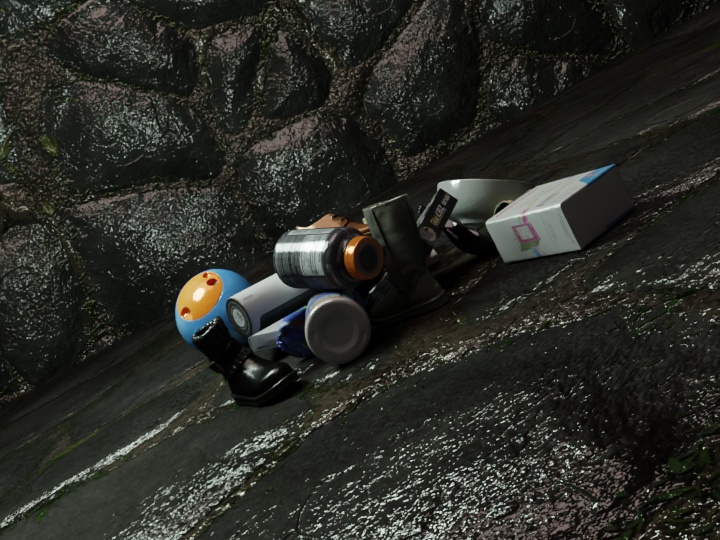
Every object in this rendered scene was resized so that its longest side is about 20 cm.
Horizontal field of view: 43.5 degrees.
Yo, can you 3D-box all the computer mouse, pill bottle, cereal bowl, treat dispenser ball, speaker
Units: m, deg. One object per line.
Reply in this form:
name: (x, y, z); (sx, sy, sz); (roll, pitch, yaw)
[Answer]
computer mouse: (0.203, -0.061, 1.752); (0.199, 0.140, 0.046); (31, 97, 43)
pill bottle: (-0.051, -0.020, 1.545); (0.199, 0.107, 0.106); (1, 28, 47)
cereal bowl: (0.253, -0.134, 1.832); (0.198, 0.084, 0.200); (2, -2, 0)
pill bottle: (-0.041, 0.086, 1.574); (0.111, 0.113, 0.200); (-29, 8, 2)
treat dispenser ball: (-0.333, 0.098, 2.116); (0.200, 0.202, 0.201); (-28, 9, 5)
speaker: (-0.145, 0.044, 1.653); (0.199, 0.082, 0.081); (-29, 7, -35)

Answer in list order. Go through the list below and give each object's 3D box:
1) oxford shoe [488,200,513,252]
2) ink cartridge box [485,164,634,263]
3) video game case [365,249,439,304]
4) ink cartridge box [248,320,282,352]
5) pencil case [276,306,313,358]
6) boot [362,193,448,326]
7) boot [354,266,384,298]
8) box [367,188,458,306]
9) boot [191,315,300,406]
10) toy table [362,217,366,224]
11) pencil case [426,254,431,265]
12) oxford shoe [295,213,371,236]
oxford shoe: (0.296, -0.106, 1.690); (0.070, 0.074, 0.200); (-23, 11, 34)
ink cartridge box: (0.325, -0.091, 1.491); (0.144, 0.085, 0.199); (-34, 11, -27)
video game case: (0.043, -0.024, 1.922); (0.199, 0.023, 0.182); (-31, 40, -5)
ink cartridge box: (-0.127, 0.109, 1.877); (0.198, 0.041, 0.200); (-14, 10, 1)
pencil case: (-0.109, 0.085, 1.736); (0.086, 0.079, 0.201); (-13, 31, 16)
boot: (0.049, -0.016, 1.559); (0.181, 0.201, 0.073); (-23, 12, 34)
boot: (0.000, 0.000, 1.740); (0.168, 0.076, 0.201); (-67, 2, -62)
box: (0.096, -0.036, 1.672); (0.200, 0.049, 0.162); (-56, 0, 42)
boot: (-0.206, 0.152, 1.568); (0.079, 0.159, 0.210); (-38, 12, -37)
toy table: (0.009, -0.055, 2.167); (0.199, 0.118, 0.184); (-22, 12, 35)
pencil case: (0.046, -0.042, 1.854); (0.198, 0.088, 0.087); (-2, 21, 25)
oxford shoe: (-0.036, -0.076, 1.687); (0.198, 0.072, 0.071); (-10, -8, 18)
